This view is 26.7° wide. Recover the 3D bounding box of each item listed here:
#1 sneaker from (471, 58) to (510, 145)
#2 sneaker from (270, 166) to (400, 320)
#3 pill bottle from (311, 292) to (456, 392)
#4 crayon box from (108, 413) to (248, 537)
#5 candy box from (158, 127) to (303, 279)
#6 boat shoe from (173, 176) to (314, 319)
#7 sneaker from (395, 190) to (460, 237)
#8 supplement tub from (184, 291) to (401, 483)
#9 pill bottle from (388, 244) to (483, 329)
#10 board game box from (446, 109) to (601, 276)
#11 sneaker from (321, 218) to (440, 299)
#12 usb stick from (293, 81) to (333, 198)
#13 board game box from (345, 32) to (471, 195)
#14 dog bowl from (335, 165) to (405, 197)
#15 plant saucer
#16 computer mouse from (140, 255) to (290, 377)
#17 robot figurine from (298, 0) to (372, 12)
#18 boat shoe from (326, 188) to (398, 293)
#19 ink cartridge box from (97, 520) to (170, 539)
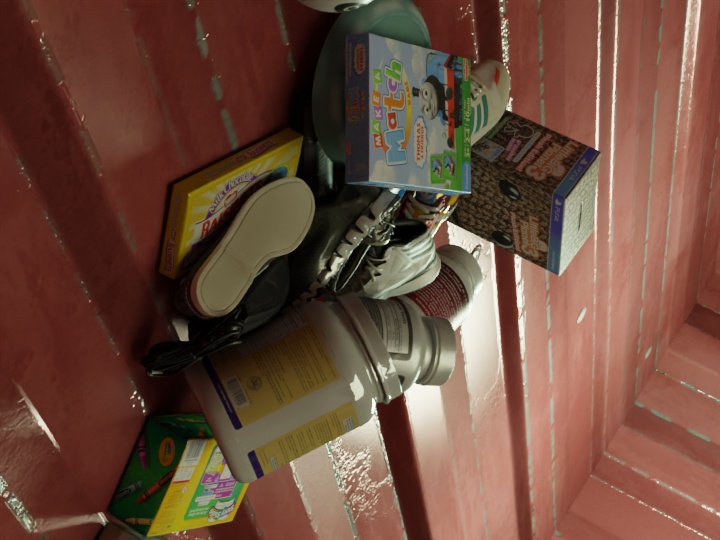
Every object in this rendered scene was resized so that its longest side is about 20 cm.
[{"bbox_3d":[0.129,-0.209,1.913,0.200,0.070,0.094,-49,160,-25],"label":"sneaker"},{"bbox_3d":[-0.050,-0.034,1.654,0.200,0.090,0.066,-48,-179,15],"label":"sneaker"},{"bbox_3d":[0.007,0.087,1.767,0.198,0.111,0.112,7,115,-23],"label":"pill bottle"},{"bbox_3d":[-0.189,0.227,1.710,0.120,0.058,0.200,-66,157,7],"label":"crayon box"},{"bbox_3d":[-0.131,-0.071,1.557,0.200,0.026,0.103,-34,143,-50],"label":"candy box"},{"bbox_3d":[-0.121,-0.025,1.551,0.073,0.062,0.200,53,53,-19],"label":"boat shoe"},{"bbox_3d":[0.069,-0.067,1.926,0.201,0.074,0.090,-60,170,-31],"label":"sneaker"},{"bbox_3d":[-0.071,0.121,1.607,0.199,0.146,0.146,-26,148,-9],"label":"supplement tub"},{"bbox_3d":[0.080,0.048,2.029,0.200,0.112,0.114,-40,148,-43],"label":"pill bottle"},{"bbox_3d":[0.207,-0.113,2.017,0.097,0.199,0.160,-49,153,-29],"label":"board game box"},{"bbox_3d":[0.000,0.000,1.819,0.200,0.076,0.116,-32,144,-10],"label":"sneaker"},{"bbox_3d":[-0.051,-0.121,1.667,0.055,0.032,0.201,-47,152,-36],"label":"usb stick"},{"bbox_3d":[0.053,-0.162,1.617,0.199,0.036,0.153,1,88,-54],"label":"board game box"},{"bbox_3d":[0.016,-0.144,1.767,0.112,0.049,0.201,-46,151,-36],"label":"dog bowl"},{"bbox_3d":[0.021,-0.204,1.640,0.200,0.027,0.202,-28,127,-44],"label":"plant saucer"},{"bbox_3d":[-0.131,0.048,1.578,0.053,0.138,0.200,57,37,-15],"label":"computer mouse"},{"bbox_3d":[-0.027,-0.327,1.376,0.201,0.149,0.126,80,12,-54],"label":"robot figurine"},{"bbox_3d":[0.009,-0.055,1.710,0.201,0.066,0.072,-49,168,31],"label":"boat shoe"},{"bbox_3d":[-0.188,0.363,1.676,0.075,0.199,0.165,-60,158,-8],"label":"ink cartridge box"}]
